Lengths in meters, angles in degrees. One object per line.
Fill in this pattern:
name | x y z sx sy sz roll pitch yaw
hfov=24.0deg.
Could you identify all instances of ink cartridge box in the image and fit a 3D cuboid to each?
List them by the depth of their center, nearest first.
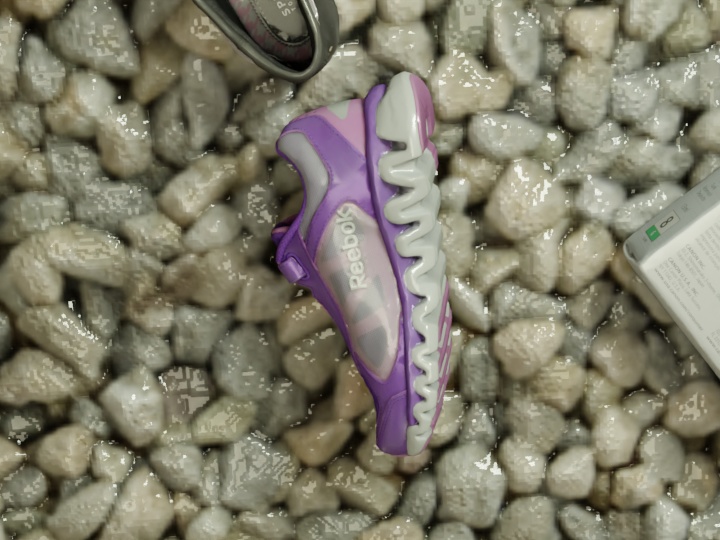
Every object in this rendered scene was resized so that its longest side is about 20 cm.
ink cartridge box | 0.264 -0.010 0.894 0.200 0.050 0.161 -38 107 8

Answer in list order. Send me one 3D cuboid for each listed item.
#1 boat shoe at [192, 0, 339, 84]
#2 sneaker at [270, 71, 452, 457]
boat shoe | -0.074 -0.176 0.812 0.067 0.057 0.200 -33 108 11
sneaker | 0.000 0.000 0.876 0.088 0.081 0.202 -4 106 7
